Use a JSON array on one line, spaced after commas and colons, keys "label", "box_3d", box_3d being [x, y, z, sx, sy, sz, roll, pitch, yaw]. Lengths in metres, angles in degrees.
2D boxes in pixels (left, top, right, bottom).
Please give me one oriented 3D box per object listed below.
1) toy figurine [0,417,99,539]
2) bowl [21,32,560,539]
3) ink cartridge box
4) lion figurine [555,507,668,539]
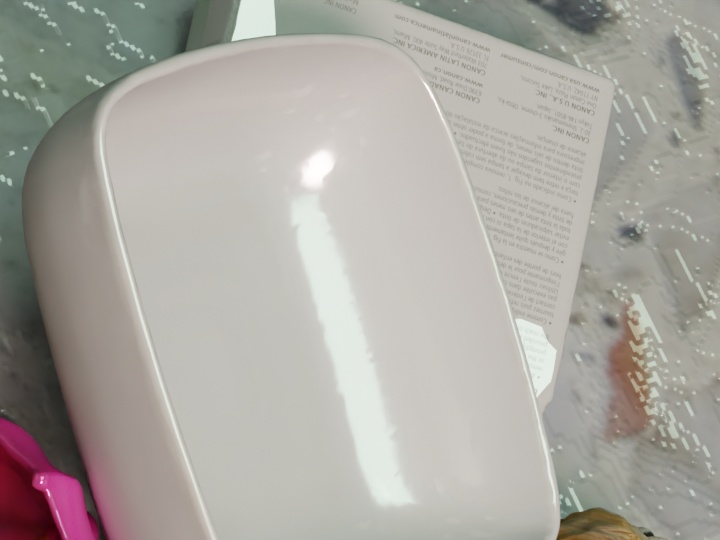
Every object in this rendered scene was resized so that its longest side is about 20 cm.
[{"label": "toy figurine", "box_3d": [-0.166, 0.099, 0.866, 0.184, 0.150, 0.201, 26, 77, -27]}, {"label": "bowl", "box_3d": [-0.029, 0.028, 0.948, 0.200, 0.074, 0.201, -14, 87, -53]}, {"label": "ink cartridge box", "box_3d": [0.000, 0.000, 1.060, 0.160, 0.050, 0.201, 18, 76, -21]}, {"label": "lion figurine", "box_3d": [0.105, 0.180, 0.989, 0.072, 0.122, 0.201, 1, 80, -39]}]
